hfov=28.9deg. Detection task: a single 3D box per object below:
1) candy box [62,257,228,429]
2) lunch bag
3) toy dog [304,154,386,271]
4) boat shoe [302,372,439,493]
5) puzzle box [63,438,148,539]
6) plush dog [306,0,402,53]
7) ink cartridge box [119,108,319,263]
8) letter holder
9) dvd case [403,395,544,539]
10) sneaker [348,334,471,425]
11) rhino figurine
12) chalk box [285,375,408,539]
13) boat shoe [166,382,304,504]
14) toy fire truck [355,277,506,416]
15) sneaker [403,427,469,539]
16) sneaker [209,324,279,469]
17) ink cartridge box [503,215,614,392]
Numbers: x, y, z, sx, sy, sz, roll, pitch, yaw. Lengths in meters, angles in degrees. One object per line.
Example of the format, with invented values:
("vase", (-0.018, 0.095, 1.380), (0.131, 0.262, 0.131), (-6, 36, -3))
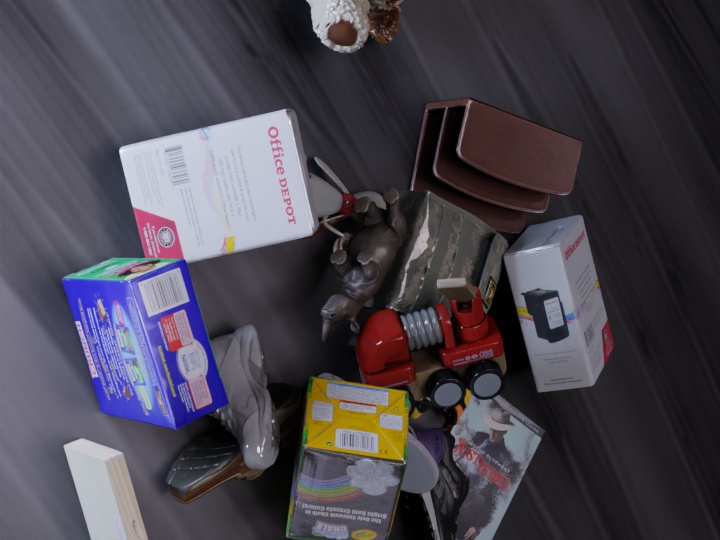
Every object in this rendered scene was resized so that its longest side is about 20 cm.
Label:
("candy box", (-0.241, 0.076, 1.538), (0.077, 0.200, 0.170), (-22, 103, -32))
("lunch bag", (0.106, 0.008, 1.811), (0.200, 0.117, 0.165), (27, 78, -35))
("toy dog", (-0.067, -0.086, 1.730), (0.200, 0.096, 0.132), (38, 67, -42))
("boat shoe", (0.019, 0.198, 1.765), (0.202, 0.075, 0.086), (35, 27, -4))
("puzzle box", (-0.272, 0.291, 1.558), (0.025, 0.133, 0.201), (-20, 101, -30))
("plush dog", (0.006, -0.382, 1.754), (0.171, 0.160, 0.201), (2, 117, -46))
("ink cartridge box", (-0.159, -0.093, 1.603), (0.199, 0.086, 0.148), (-11, 97, 4))
("letter holder", (0.179, -0.132, 1.866), (0.199, 0.100, 0.143), (16, 83, -31))
("dvd case", (0.158, 0.268, 1.897), (0.146, 0.022, 0.200), (39, 70, -26))
("sneaker", (0.065, 0.144, 1.809), (0.200, 0.070, 0.090), (21, 77, -32))
("rhino figurine", (0.000, 0.000, 1.692), (0.201, 0.060, 0.088), (-64, 156, -18))
("chalk box", (-0.019, 0.246, 1.662), (0.124, 0.124, 0.201), (9, 128, -4))
("boat shoe", (-0.139, 0.218, 1.678), (0.200, 0.076, 0.074), (-37, 123, -26))
("toy fire truck", (0.081, 0.073, 1.668), (0.175, 0.129, 0.201), (-13, 122, -4))
("sneaker", (0.110, 0.302, 1.806), (0.087, 0.076, 0.201), (-9, 81, -21))
("sneaker", (-0.151, 0.157, 1.630), (0.099, 0.200, 0.078), (-13, 135, -3))
("ink cartridge box", (0.271, 0.043, 1.894), (0.146, 0.082, 0.201), (-40, 117, -61))
